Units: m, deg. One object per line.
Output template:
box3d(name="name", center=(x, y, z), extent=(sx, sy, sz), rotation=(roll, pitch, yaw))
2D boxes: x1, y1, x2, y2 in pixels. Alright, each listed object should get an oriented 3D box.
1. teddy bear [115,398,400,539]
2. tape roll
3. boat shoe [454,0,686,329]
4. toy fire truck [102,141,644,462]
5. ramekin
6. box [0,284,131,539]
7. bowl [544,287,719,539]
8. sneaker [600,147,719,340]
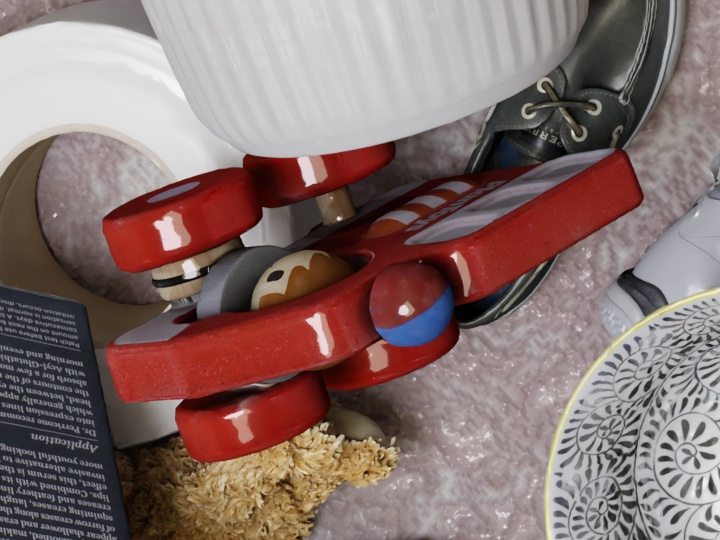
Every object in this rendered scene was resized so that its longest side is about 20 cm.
box3d(name="teddy bear", center=(-0.076, 0.110, 1.272), extent=(0.199, 0.145, 0.067), rotation=(-18, 77, 12))
box3d(name="tape roll", center=(-0.117, -0.022, 1.278), extent=(0.202, 0.071, 0.203), rotation=(3, 105, 13))
box3d(name="boat shoe", center=(0.087, -0.059, 1.221), extent=(0.068, 0.057, 0.200), rotation=(26, 110, 7))
box3d(name="toy fire truck", center=(0.000, 0.000, 1.128), extent=(0.168, 0.200, 0.112), rotation=(-9, 104, 48))
box3d(name="ramekin", center=(0.002, -0.126, 1.156), extent=(0.199, 0.200, 0.105), rotation=(-11, 109, 17))
box3d(name="box", center=(-0.180, 0.122, 1.180), extent=(0.107, 0.200, 0.149), rotation=(13, 130, -28))
box3d(name="bowl", center=(0.185, 0.094, 1.138), extent=(0.200, 0.094, 0.202), rotation=(5, 103, 22))
box3d(name="sneaker", center=(0.213, 0.029, 1.202), extent=(0.200, 0.075, 0.115), rotation=(33, 113, 8))
